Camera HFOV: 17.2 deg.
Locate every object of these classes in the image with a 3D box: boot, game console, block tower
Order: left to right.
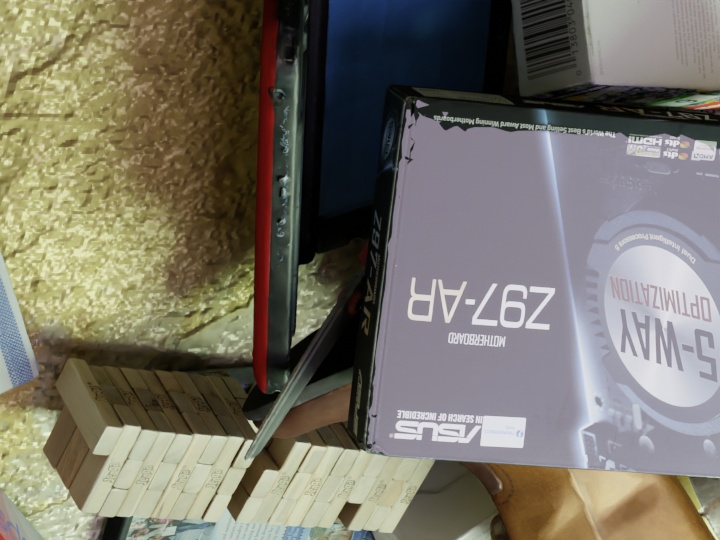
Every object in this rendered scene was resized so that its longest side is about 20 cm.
[{"bbox_3d":[-0.062,0.090,1.178,0.200,0.054,0.058,10,118,-38],"label":"block tower"},{"bbox_3d":[0.013,-0.065,1.083,0.119,0.172,0.200,2,129,-1],"label":"game console"},{"bbox_3d":[0.062,0.104,1.147,0.188,0.068,0.200,-22,111,7],"label":"boot"}]

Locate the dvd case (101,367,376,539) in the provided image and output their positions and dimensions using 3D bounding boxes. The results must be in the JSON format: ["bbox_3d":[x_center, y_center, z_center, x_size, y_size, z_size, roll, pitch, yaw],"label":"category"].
[{"bbox_3d":[-0.037,0.109,1.263,0.200,0.018,0.143,-2,127,-33],"label":"dvd case"}]

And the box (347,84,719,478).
[{"bbox_3d":[0.102,0.007,1.055,0.200,0.044,0.160,5,100,-11],"label":"box"}]

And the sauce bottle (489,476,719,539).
[{"bbox_3d":[0.166,0.115,1.204,0.200,0.065,0.065,-23,138,12],"label":"sauce bottle"}]

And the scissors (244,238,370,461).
[{"bbox_3d":[0.000,0.000,1.079,0.200,0.014,0.073,-48,153,-37],"label":"scissors"}]

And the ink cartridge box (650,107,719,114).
[{"bbox_3d":[0.183,-0.002,1.219,0.144,0.084,0.200,13,127,4],"label":"ink cartridge box"}]

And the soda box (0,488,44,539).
[{"bbox_3d":[-0.182,0.164,1.172,0.063,0.070,0.200,-24,138,5],"label":"soda box"}]

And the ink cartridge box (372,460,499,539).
[{"bbox_3d":[0.080,0.164,1.333,0.117,0.067,0.200,-34,142,-12],"label":"ink cartridge box"}]

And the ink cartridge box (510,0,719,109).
[{"bbox_3d":[0.155,-0.132,1.116,0.200,0.050,0.109,-1,83,-42],"label":"ink cartridge box"}]

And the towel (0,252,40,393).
[{"bbox_3d":[-0.248,0.035,1.062,0.200,0.024,0.147,-24,137,-11],"label":"towel"}]
